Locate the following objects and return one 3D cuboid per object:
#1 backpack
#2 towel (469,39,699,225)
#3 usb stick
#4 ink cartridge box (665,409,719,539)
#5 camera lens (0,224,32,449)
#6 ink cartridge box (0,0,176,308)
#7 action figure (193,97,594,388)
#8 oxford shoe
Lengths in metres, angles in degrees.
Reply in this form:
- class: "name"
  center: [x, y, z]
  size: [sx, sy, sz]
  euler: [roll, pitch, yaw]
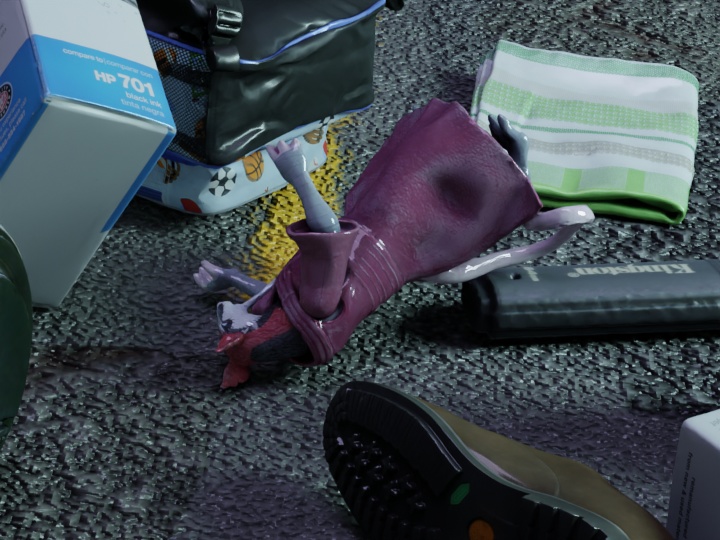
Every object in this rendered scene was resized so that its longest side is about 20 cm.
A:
- class: "backpack"
  center: [-0.103, -0.129, 1.432]
  size: [0.190, 0.155, 0.200]
  euler: [27, 27, 26]
- class: "towel"
  center: [0.140, -0.091, 1.518]
  size: [0.148, 0.031, 0.200]
  euler: [6, 28, 6]
- class: "usb stick"
  center: [0.156, 0.014, 1.314]
  size: [0.199, 0.033, 0.056]
  euler: [-2, 29, -11]
- class: "ink cartridge box"
  center: [0.252, 0.129, 1.047]
  size: [0.145, 0.084, 0.200]
  euler: [-13, 32, -31]
- class: "camera lens"
  center: [-0.263, 0.028, 1.094]
  size: [0.199, 0.161, 0.160]
  euler: [14, 29, 20]
- class: "ink cartridge box"
  center: [-0.187, -0.104, 1.296]
  size: [0.086, 0.147, 0.201]
  euler: [13, 41, -33]
- class: "action figure"
  center: [0.000, 0.000, 1.266]
  size: [0.149, 0.134, 0.200]
  euler: [42, 69, 4]
- class: "oxford shoe"
  center: [0.063, 0.108, 1.097]
  size: [0.200, 0.073, 0.084]
  euler: [31, 22, 37]
